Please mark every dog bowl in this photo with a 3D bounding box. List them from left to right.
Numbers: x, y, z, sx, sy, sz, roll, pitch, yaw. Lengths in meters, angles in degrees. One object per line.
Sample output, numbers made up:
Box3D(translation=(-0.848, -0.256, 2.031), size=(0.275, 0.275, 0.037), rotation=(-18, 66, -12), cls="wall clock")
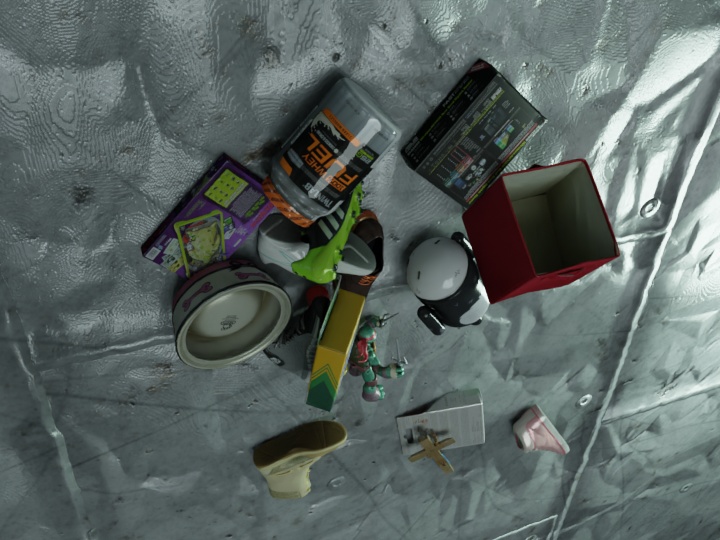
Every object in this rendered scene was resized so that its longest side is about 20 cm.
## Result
Box3D(translation=(-0.215, 0.067, 1.199), size=(0.198, 0.074, 0.201), rotation=(-23, 145, -17), cls="dog bowl")

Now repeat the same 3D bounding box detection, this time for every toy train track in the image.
Box3D(translation=(0.175, 0.422, 1.722), size=(0.114, 0.033, 0.201), rotation=(-26, 137, 7), cls="toy train track")

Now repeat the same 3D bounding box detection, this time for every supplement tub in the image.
Box3D(translation=(-0.046, -0.167, 1.075), size=(0.200, 0.123, 0.122), rotation=(-47, 133, 15), cls="supplement tub")

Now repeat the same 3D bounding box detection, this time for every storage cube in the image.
Box3D(translation=(0.301, -0.064, 1.266), size=(0.169, 0.203, 0.180), rotation=(-13, 166, -18), cls="storage cube")

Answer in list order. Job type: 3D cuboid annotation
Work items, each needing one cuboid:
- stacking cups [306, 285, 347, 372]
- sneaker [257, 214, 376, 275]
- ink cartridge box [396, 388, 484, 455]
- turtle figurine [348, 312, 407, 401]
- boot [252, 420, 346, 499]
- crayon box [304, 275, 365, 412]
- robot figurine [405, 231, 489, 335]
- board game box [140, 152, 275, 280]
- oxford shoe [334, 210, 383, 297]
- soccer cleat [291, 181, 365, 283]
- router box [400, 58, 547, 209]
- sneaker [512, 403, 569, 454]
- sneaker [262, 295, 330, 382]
Box3D(translation=(-0.067, 0.111, 1.355), size=(0.060, 0.061, 0.202), rotation=(-19, 128, -12), cls="stacking cups")
Box3D(translation=(-0.072, -0.029, 1.201), size=(0.198, 0.071, 0.081), rotation=(16, 137, -8), cls="sneaker")
Box3D(translation=(0.185, 0.352, 1.706), size=(0.197, 0.050, 0.162), rotation=(-9, 133, 3), cls="ink cartridge box")
Box3D(translation=(0.020, 0.150, 1.371), size=(0.099, 0.151, 0.201), rotation=(-2, 140, -10), cls="turtle figurine")
Box3D(translation=(-0.114, 0.403, 1.558), size=(0.198, 0.073, 0.157), rotation=(-20, 134, -9), cls="boot")
Box3D(translation=(-0.041, 0.124, 1.223), size=(0.051, 0.127, 0.201), rotation=(17, 137, 3), cls="crayon box")
Box3D(translation=(0.163, 0.025, 1.350), size=(0.124, 0.152, 0.200), rotation=(-26, 138, 19), cls="robot figurine")
Box3D(translation=(-0.226, -0.072, 1.128), size=(0.200, 0.032, 0.120), rotation=(-44, 129, 13), cls="board game box")
Box3D(translation=(0.000, 0.000, 1.275), size=(0.070, 0.073, 0.202), rotation=(-9, 131, -21), cls="oxford shoe")
Box3D(translation=(-0.048, -0.074, 1.144), size=(0.080, 0.202, 0.068), rotation=(13, 152, 12), cls="soccer cleat")
Box3D(translation=(0.183, -0.216, 1.196), size=(0.149, 0.062, 0.200), rotation=(28, 111, -40), cls="router box")
Box3D(translation=(0.448, 0.424, 1.870), size=(0.104, 0.075, 0.200), rotation=(-40, 127, 2), cls="sneaker")
Box3D(translation=(-0.120, 0.113, 1.284), size=(0.114, 0.075, 0.202), rotation=(17, 131, 3), cls="sneaker")
